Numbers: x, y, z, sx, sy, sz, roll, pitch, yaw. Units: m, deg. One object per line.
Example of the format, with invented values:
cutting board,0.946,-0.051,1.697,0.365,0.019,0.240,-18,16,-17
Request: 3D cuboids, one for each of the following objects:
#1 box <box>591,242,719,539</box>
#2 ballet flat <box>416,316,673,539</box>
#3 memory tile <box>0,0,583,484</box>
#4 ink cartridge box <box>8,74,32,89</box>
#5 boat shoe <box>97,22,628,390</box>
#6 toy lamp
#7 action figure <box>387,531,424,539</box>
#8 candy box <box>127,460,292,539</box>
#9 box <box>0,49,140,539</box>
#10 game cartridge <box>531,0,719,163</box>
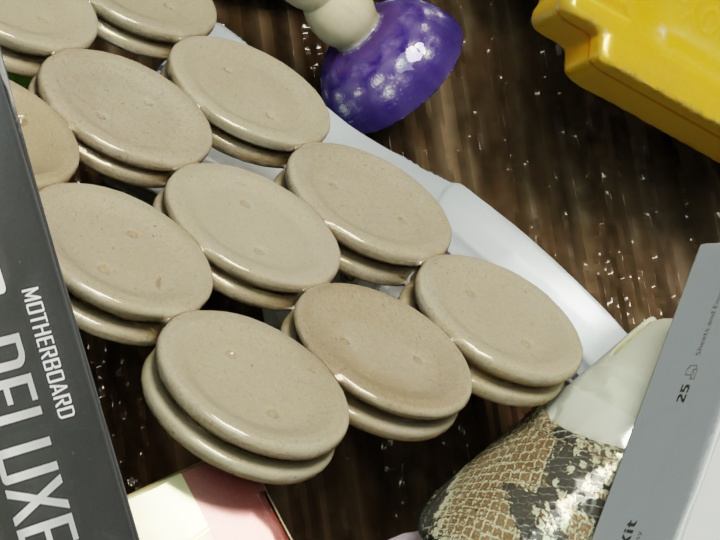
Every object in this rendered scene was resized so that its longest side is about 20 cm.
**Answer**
box,0.148,0.103,0.689,0.200,0.041,0.156,26,78,-24
ballet flat,0.105,0.048,0.725,0.200,0.068,0.075,4,106,-32
memory tile,-0.047,-0.023,0.685,0.200,0.017,0.153,44,31,23
ink cartridge box,-0.180,-0.121,0.786,0.148,0.076,0.200,-25,70,32
boat shoe,0.000,0.000,0.796,0.067,0.074,0.200,-49,53,-6
toy lamp,-0.048,-0.123,0.792,0.200,0.058,0.058,47,68,-29
action figure,0.097,0.113,0.747,0.200,0.149,0.134,7,64,10
candy box,-0.038,0.132,0.688,0.055,0.200,0.115,-25,75,-16
box,-0.129,0.051,0.607,0.050,0.158,0.200,-15,87,-53
game cartridge,0.154,-0.122,0.855,0.176,0.032,0.200,26,67,-23
